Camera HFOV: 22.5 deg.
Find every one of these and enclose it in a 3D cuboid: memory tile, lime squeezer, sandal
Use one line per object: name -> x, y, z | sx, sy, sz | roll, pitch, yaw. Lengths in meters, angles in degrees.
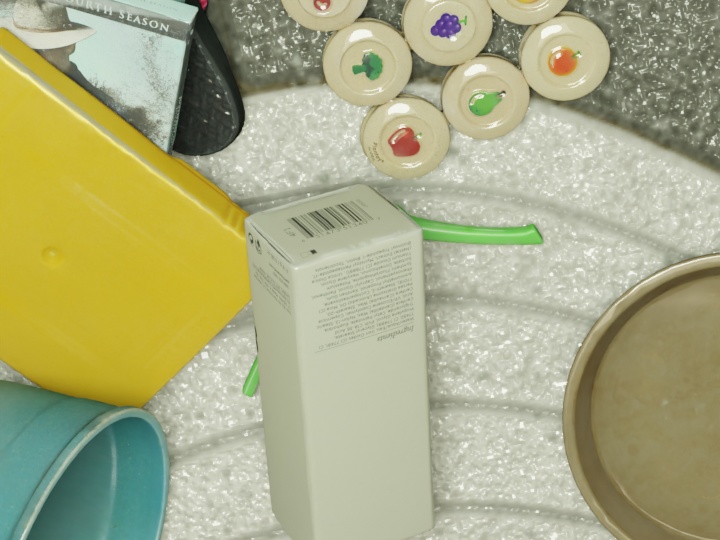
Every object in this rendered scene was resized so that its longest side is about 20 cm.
memory tile -> 0.036, -0.155, 0.983 | 0.153, 0.017, 0.200 | -25, 114, 11
lime squeezer -> 0.000, 0.000, 1.048 | 0.200, 0.038, 0.071 | -29, 131, 11
sandal -> -0.116, -0.159, 1.010 | 0.075, 0.045, 0.200 | -7, 119, 25

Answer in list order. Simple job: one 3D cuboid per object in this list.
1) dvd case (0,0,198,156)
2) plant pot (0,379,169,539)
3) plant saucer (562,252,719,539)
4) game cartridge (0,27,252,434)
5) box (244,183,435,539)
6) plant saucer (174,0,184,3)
dvd case -> -0.175, -0.078, 1.009 | 0.146, 0.022, 0.200 | 17, 127, 1
plant pot -> -0.237, 0.146, 1.033 | 0.188, 0.200, 0.200 | 17, 106, 17
plant saucer -> 0.216, 0.083, 1.045 | 0.200, 0.029, 0.200 | 1, 106, 5
game cartridge -> -0.168, -0.016, 1.019 | 0.200, 0.032, 0.176 | 37, 123, -16
box -> -0.010, 0.060, 1.002 | 0.082, 0.068, 0.200 | -16, 122, -23
plant saucer -> -0.189, -0.180, 0.979 | 0.200, 0.027, 0.200 | 10, 126, 15
